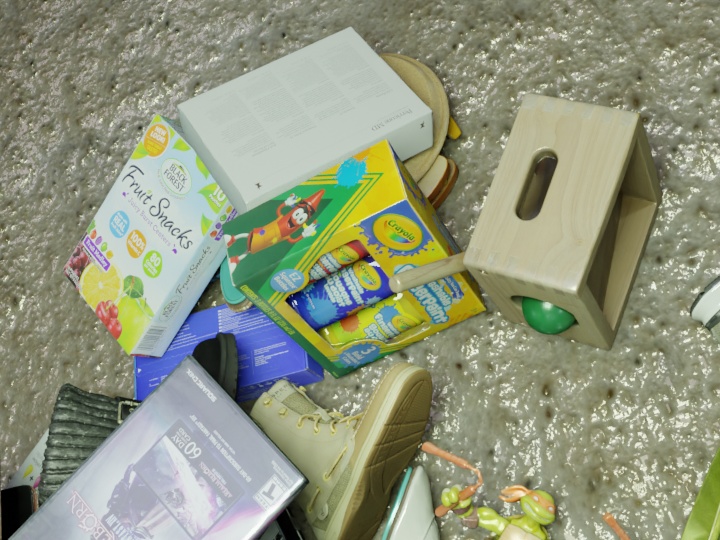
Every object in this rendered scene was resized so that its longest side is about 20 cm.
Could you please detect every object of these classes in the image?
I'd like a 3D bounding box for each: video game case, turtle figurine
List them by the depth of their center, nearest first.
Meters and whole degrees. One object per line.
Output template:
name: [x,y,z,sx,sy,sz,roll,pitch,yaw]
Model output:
video game case: [-0.155,0.184,0.746,0.200,0.019,0.143,-45,68,-7]
turtle figurine: [0.114,0.240,0.805,0.198,0.064,0.163,27,90,6]

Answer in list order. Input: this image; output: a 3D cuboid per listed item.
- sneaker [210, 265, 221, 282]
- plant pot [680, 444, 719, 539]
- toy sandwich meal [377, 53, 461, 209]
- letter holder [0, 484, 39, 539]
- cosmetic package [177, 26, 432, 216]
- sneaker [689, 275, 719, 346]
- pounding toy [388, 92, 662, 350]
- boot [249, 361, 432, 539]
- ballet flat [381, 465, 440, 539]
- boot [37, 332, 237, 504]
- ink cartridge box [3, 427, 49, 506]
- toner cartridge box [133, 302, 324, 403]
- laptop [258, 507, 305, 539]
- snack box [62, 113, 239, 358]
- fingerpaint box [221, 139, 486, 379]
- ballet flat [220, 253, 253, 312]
sneaker: [-0.195,-0.068,1.068,0.070,0.083,0.201,-31,60,10]
plant pot: [0.314,0.234,0.662,0.191,0.201,0.202,21,79,18]
toy sandwich meal: [0.015,-0.130,1.010,0.202,0.070,0.208,-11,62,21]
letter holder: [-0.353,0.245,0.836,0.198,0.101,0.144,-23,61,16]
cosmetic package: [-0.052,-0.137,0.932,0.198,0.052,0.151,-27,53,-16]
sneaker: [0.379,0.011,0.789,0.200,0.075,0.116,-43,67,13]
pounding toy: [0.149,-0.029,0.834,0.141,0.184,0.202,16,77,29]
boot: [-0.026,0.138,0.884,0.155,0.072,0.202,39,120,35]
ballet flat: [0.033,0.271,0.843,0.069,0.069,0.202,20,83,30]
boot: [-0.190,0.124,0.867,0.155,0.080,0.212,8,33,-6]
ink cartridge box: [-0.260,0.267,0.925,0.145,0.145,0.201,34,87,31]
toner cartridge box: [-0.138,0.086,1.002,0.197,0.043,0.096,-16,63,18]
laptop: [-0.079,0.279,0.803,0.201,0.115,0.188,-54,44,18]
snack box: [-0.206,-0.034,0.997,0.142,0.053,0.201,43,105,29]
fingerpaint box: [0.000,0.000,0.878,0.165,0.200,0.074,-25,53,12]
ballet flat: [-0.104,-0.035,1.014,0.070,0.065,0.202,-16,53,22]
